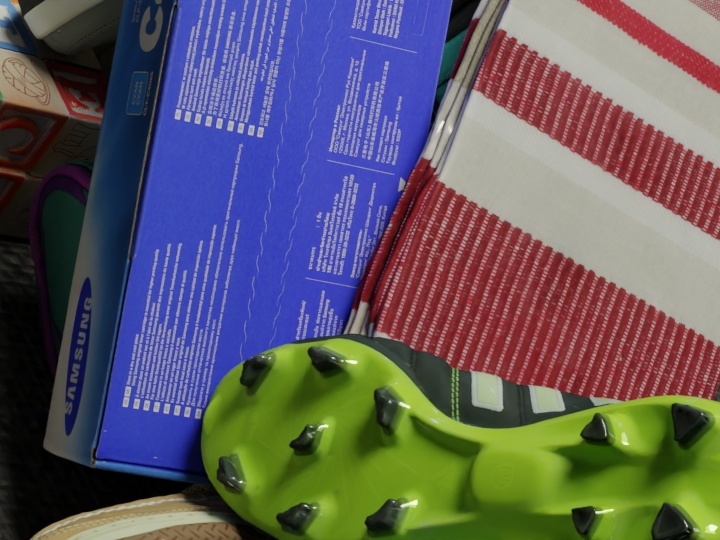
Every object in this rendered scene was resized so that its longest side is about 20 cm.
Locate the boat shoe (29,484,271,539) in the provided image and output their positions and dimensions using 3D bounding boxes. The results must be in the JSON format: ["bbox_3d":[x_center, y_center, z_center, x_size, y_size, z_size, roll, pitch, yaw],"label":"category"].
[{"bbox_3d":[-0.041,0.097,0.920,0.199,0.072,0.076,15,20,-49],"label":"boat shoe"}]

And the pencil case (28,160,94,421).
[{"bbox_3d":[-0.011,0.010,1.006,0.199,0.086,0.092,2,14,-28],"label":"pencil case"}]

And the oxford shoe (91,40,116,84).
[{"bbox_3d":[-0.013,-0.102,1.075,0.071,0.199,0.074,53,26,-72],"label":"oxford shoe"}]

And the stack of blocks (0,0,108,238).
[{"bbox_3d":[-0.174,-0.108,1.050,0.115,0.059,0.200,9,40,-44],"label":"stack of blocks"}]

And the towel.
[{"bbox_3d":[0.078,-0.027,0.948,0.144,0.201,0.023,28,-10,-35],"label":"towel"}]

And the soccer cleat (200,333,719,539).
[{"bbox_3d":[0.041,0.061,0.838,0.199,0.068,0.081,6,-15,38],"label":"soccer cleat"}]

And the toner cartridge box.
[{"bbox_3d":[-0.031,-0.034,0.914,0.095,0.201,0.043,11,-1,-28],"label":"toner cartridge box"}]

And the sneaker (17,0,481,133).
[{"bbox_3d":[-0.007,-0.081,1.006,0.084,0.199,0.121,-50,119,-74],"label":"sneaker"}]
